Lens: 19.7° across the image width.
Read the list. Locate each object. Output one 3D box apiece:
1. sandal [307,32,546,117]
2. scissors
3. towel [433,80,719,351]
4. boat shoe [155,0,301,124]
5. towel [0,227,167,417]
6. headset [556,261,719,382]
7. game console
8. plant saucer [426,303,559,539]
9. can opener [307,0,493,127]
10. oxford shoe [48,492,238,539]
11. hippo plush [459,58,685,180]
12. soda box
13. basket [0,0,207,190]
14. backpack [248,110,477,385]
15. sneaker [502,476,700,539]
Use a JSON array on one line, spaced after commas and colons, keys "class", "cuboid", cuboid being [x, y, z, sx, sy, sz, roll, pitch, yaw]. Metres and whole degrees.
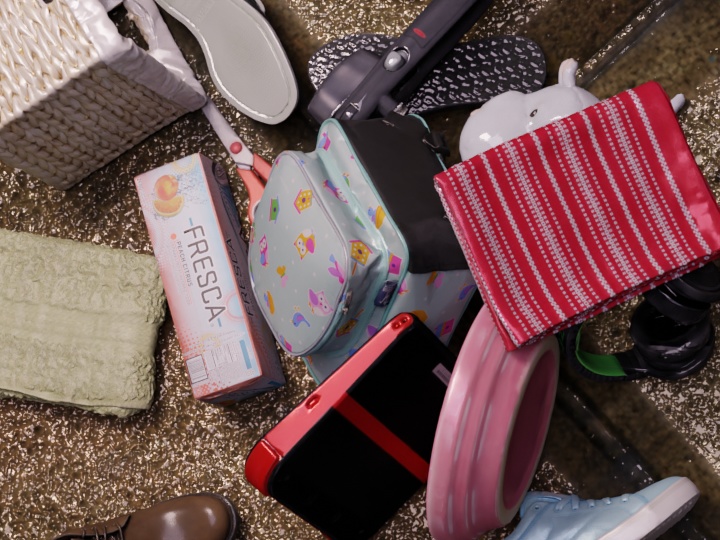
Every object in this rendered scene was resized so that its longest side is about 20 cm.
[{"class": "sandal", "cuboid": [0.055, -0.157, 1.732, 0.199, 0.048, 0.076, 0, 77, 0]}, {"class": "scissors", "cuboid": [-0.103, -0.091, 1.765, 0.200, 0.014, 0.073, 40, 90, 16]}, {"class": "towel", "cuboid": [0.167, -0.043, 1.530, 0.199, 0.022, 0.145, -24, 90, -18]}, {"class": "boat shoe", "cuboid": [-0.108, -0.207, 1.766, 0.076, 0.060, 0.200, -41, 74, 23]}, {"class": "towel", "cuboid": [-0.260, 0.043, 1.763, 0.199, 0.036, 0.149, 6, 80, 14]}, {"class": "headset", "cuboid": [0.253, 0.037, 1.605, 0.199, 0.124, 0.094, -14, 48, -14]}, {"class": "game console", "cuboid": [0.010, 0.127, 1.602, 0.177, 0.200, 0.031, -46, 58, -1]}, {"class": "plant saucer", "cuboid": [0.106, 0.116, 1.579, 0.051, 0.201, 0.202, 14, 82, 17]}, {"class": "can opener", "cuboid": [0.045, -0.181, 1.679, 0.079, 0.063, 0.200, 44, 83, 9]}, {"class": "oxford shoe", "cuboid": [-0.194, 0.233, 1.686, 0.199, 0.084, 0.073, -23, 73, 6]}, {"class": "hippo plush", "cuboid": [0.159, -0.070, 1.626, 0.199, 0.161, 0.160, -7, 77, 11]}, {"class": "soda box", "cuboid": [-0.125, 0.009, 1.720, 0.063, 0.068, 0.201, -19, 77, 12]}, {"class": "basket", "cuboid": [-0.264, -0.196, 1.726, 0.161, 0.200, 0.199, -34, 73, 8]}, {"class": "backpack", "cuboid": [0.000, 0.000, 1.621, 0.153, 0.201, 0.176, -12, 48, -25]}, {"class": "sneaker", "cuboid": [0.165, 0.199, 1.617, 0.199, 0.074, 0.082, -30, 77, 4]}]
